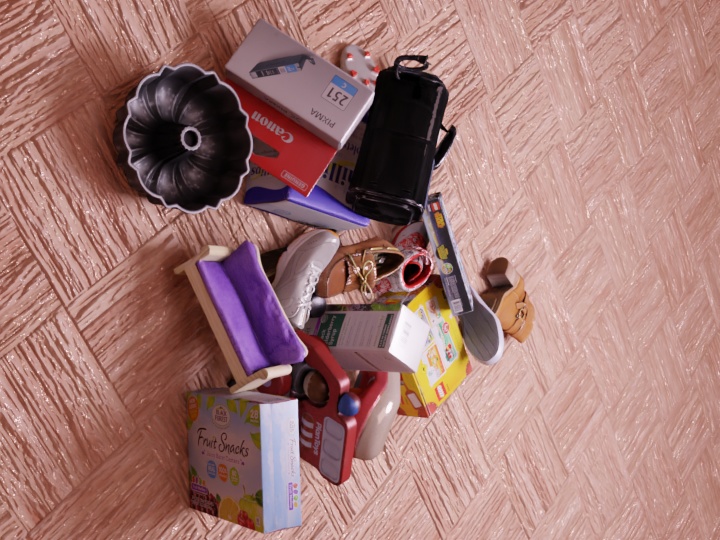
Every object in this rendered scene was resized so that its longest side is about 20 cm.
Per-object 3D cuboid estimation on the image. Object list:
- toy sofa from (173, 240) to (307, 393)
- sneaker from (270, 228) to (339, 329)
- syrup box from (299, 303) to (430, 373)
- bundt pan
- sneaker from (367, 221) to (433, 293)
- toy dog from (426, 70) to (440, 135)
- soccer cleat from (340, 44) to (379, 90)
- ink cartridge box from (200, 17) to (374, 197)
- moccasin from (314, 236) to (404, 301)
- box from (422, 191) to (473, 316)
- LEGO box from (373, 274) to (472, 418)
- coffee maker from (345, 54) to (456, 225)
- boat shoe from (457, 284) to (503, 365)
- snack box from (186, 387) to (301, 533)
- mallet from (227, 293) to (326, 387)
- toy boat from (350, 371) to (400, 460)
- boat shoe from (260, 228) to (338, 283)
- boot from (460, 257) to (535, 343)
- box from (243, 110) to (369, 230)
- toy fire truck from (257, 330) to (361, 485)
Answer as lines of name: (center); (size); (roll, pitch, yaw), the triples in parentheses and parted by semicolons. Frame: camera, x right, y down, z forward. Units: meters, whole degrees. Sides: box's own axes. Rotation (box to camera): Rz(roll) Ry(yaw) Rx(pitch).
toy sofa: (-0.163, 0.059, 1.415); (0.201, 0.097, 0.083); (64, 18, 9)
sneaker: (-0.089, 0.034, 1.478); (0.200, 0.092, 0.076); (-49, 142, 7)
syrup box: (-0.001, 0.103, 1.581); (0.081, 0.199, 0.079); (39, 61, -41)
bundt pan: (-0.248, -0.175, 1.400); (0.201, 0.076, 0.203); (1, 89, -40)
sneaker: (0.091, -0.022, 1.754); (0.201, 0.108, 0.067); (-40, 117, -41)
toy dog: (0.074, -0.253, 1.748); (0.201, 0.096, 0.132); (-89, -172, -46)
soccer cleat: (0.006, -0.274, 1.705); (0.069, 0.078, 0.201); (-15, 80, -33)
ink cartridge box: (-0.109, -0.232, 1.470); (0.200, 0.045, 0.177); (33, 79, 2)
moccasin: (0.000, 0.002, 1.599); (0.201, 0.077, 0.074); (-17, 123, -56)
box: (0.148, -0.032, 1.780); (0.137, 0.040, 0.201); (-62, 135, -80)
LEGO box: (0.099, 0.128, 1.780); (0.149, 0.077, 0.201); (-39, 117, -41)
coffee maker: (0.049, -0.185, 1.518); (0.192, 0.134, 0.201); (45, 55, -63)
boat shoe: (0.218, 0.098, 1.853); (0.067, 0.073, 0.200); (42, 21, -41)
snack box: (-0.161, 0.250, 1.397); (0.067, 0.200, 0.170); (-2, 91, -39)
mallet: (-0.136, 0.102, 1.561); (0.200, 0.066, 0.041); (-44, 120, -22)
toy boat: (-0.012, 0.205, 1.620); (0.200, 0.130, 0.131); (-85, -166, -72)
boat shoe: (-0.103, -0.001, 1.566); (0.200, 0.072, 0.068); (-29, 117, -40)
boot: (0.274, 0.094, 1.981); (0.155, 0.073, 0.200); (54, 55, -37)
box: (-0.069, -0.177, 1.586); (0.184, 0.105, 0.201); (16, 77, -46)
toy fire truck: (-0.068, 0.195, 1.508); (0.112, 0.168, 0.201); (-22, 130, -46)
